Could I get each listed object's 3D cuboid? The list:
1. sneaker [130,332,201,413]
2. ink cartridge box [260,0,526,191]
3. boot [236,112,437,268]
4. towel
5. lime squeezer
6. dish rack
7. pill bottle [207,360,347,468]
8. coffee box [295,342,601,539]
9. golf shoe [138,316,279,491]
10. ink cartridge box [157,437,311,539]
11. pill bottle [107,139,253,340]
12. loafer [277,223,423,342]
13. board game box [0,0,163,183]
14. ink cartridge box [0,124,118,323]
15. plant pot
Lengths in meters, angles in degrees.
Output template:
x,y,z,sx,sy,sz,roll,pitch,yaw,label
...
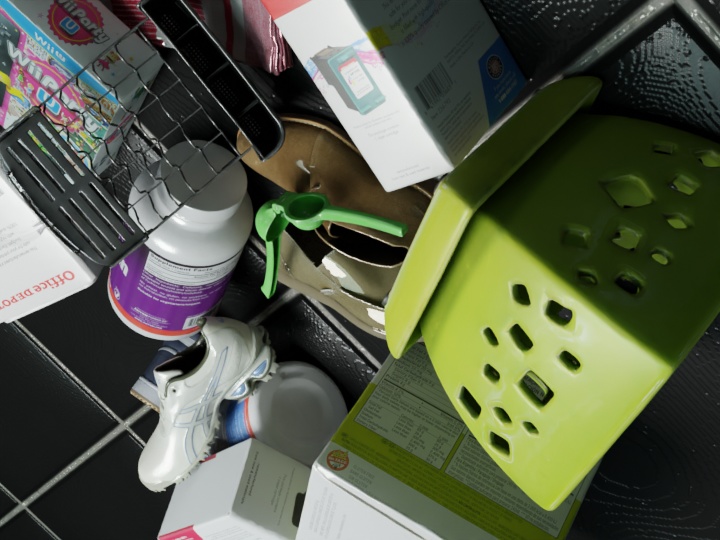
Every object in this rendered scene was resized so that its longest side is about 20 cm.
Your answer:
x,y,z,sx,sy,sz,roll,pitch,yaw,label
-0.183,0.110,1.225,0.070,0.109,0.200,30,171,8,sneaker
0.014,-0.169,0.738,0.067,0.116,0.200,-14,117,46,ink cartridge box
-0.029,-0.067,0.909,0.199,0.076,0.074,25,142,20,boot
-0.148,-0.236,0.883,0.199,0.023,0.145,17,136,27,towel
-0.045,-0.029,0.874,0.200,0.038,0.071,-23,91,52,lime squeezer
-0.178,-0.103,0.882,0.154,0.200,0.055,51,180,-15,dish rack
-0.105,0.178,1.180,0.112,0.112,0.200,44,143,-6,pill bottle
0.078,0.197,0.976,0.199,0.198,0.200,28,140,11,coffee box
-0.173,0.123,1.085,0.097,0.200,0.078,29,-167,-36,golf shoe
-0.074,0.258,1.106,0.200,0.084,0.145,32,143,-24,ink cartridge box
-0.164,-0.028,1.028,0.112,0.113,0.200,36,141,5,pill bottle
0.000,0.000,0.949,0.199,0.076,0.068,18,143,26,loafer
-0.269,-0.172,0.994,0.147,0.064,0.200,42,149,-4,board game box
-0.368,-0.060,1.138,0.145,0.084,0.200,-21,121,26,ink cartridge box
0.137,0.004,0.749,0.181,0.200,0.199,38,143,12,plant pot
